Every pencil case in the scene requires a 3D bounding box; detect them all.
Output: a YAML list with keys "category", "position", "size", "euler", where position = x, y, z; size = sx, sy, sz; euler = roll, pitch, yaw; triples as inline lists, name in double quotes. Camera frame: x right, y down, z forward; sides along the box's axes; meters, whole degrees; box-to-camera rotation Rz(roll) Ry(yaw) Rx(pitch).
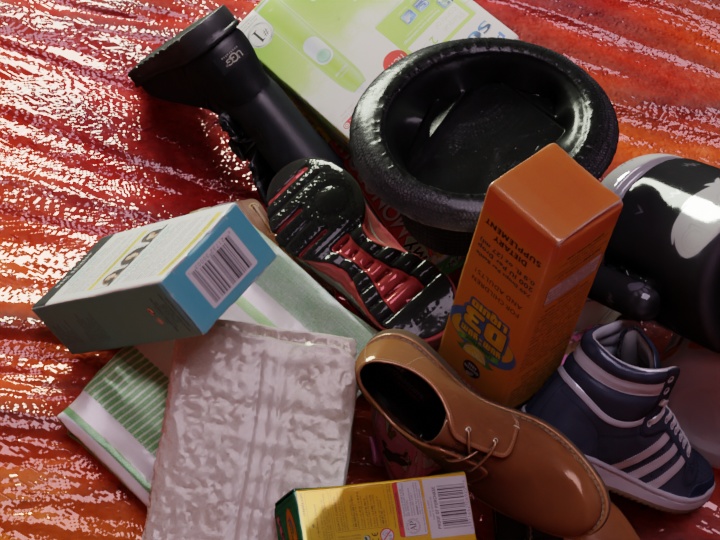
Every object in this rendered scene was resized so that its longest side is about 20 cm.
- category: "pencil case"
  position: [0.104, 0.097, 1.321]
  size: [0.199, 0.087, 0.083]
  euler: [-13, 34, -24]

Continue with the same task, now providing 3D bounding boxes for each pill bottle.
- category: "pill bottle"
  position: [0.305, 0.050, 1.399]
  size: [0.113, 0.113, 0.200]
  euler: [28, 49, 10]

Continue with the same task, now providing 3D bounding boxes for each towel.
- category: "towel"
  position: [-0.094, 0.080, 1.271]
  size: [0.152, 0.023, 0.200]
  euler: [40, 75, 15]
- category: "towel"
  position: [-0.074, 0.132, 1.220]
  size: [0.132, 0.034, 0.201]
  euler: [9, 73, 0]

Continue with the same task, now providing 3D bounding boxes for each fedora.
- category: "fedora"
  position: [0.086, -0.078, 1.304]
  size: [0.200, 0.092, 0.201]
  euler: [2, 48, -2]

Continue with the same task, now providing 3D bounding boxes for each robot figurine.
- category: "robot figurine"
  position: [0.248, -0.010, 1.303]
  size: [0.150, 0.125, 0.200]
  euler: [23, 3, -39]

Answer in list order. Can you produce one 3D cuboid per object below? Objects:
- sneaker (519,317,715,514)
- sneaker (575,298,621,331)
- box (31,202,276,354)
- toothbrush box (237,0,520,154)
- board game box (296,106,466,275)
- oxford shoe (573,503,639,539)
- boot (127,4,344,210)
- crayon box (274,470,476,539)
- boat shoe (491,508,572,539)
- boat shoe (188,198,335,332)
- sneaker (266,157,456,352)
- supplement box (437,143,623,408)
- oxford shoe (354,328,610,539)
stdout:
- category: "sneaker"
  position: [0.205, 0.103, 1.284]
  size: [0.200, 0.109, 0.070]
  euler: [19, 21, -39]
- category: "sneaker"
  position: [0.205, -0.005, 1.438]
  size: [0.074, 0.087, 0.200]
  euler: [30, 47, 21]
- category: "box"
  position: [-0.147, 0.009, 1.257]
  size: [0.049, 0.200, 0.082]
  euler: [52, 60, -18]
- category: "toothbrush box"
  position: [0.020, -0.167, 1.433]
  size: [0.146, 0.086, 0.200]
  euler: [-45, 62, -2]
- category: "board game box"
  position: [0.042, -0.090, 1.457]
  size: [0.134, 0.029, 0.200]
  euler: [-35, 60, 3]
- category: "oxford shoe"
  position: [0.198, 0.226, 1.231]
  size: [0.071, 0.071, 0.200]
  euler: [-5, 51, -31]
- category: "boot"
  position: [-0.100, -0.119, 1.454]
  size: [0.076, 0.200, 0.168]
  euler: [-39, 101, -17]
- category: "crayon box"
  position: [0.021, 0.235, 1.152]
  size: [0.118, 0.058, 0.201]
  euler: [-4, 73, -18]
- category: "boat shoe"
  position: [0.108, 0.216, 1.229]
  size: [0.063, 0.073, 0.200]
  euler: [3, 54, -17]
- category: "boat shoe"
  position: [-0.053, 0.014, 1.361]
  size: [0.069, 0.074, 0.200]
  euler: [-26, 60, -26]
- category: "sneaker"
  position: [0.000, 0.000, 1.330]
  size: [0.074, 0.087, 0.200]
  euler: [-38, 60, -8]
- category: "supplement box"
  position: [0.108, 0.013, 1.202]
  size: [0.069, 0.200, 0.067]
  euler: [-34, 64, -30]
- category: "oxford shoe"
  position: [0.075, 0.118, 1.200]
  size: [0.200, 0.071, 0.071]
  euler: [34, 14, 5]
